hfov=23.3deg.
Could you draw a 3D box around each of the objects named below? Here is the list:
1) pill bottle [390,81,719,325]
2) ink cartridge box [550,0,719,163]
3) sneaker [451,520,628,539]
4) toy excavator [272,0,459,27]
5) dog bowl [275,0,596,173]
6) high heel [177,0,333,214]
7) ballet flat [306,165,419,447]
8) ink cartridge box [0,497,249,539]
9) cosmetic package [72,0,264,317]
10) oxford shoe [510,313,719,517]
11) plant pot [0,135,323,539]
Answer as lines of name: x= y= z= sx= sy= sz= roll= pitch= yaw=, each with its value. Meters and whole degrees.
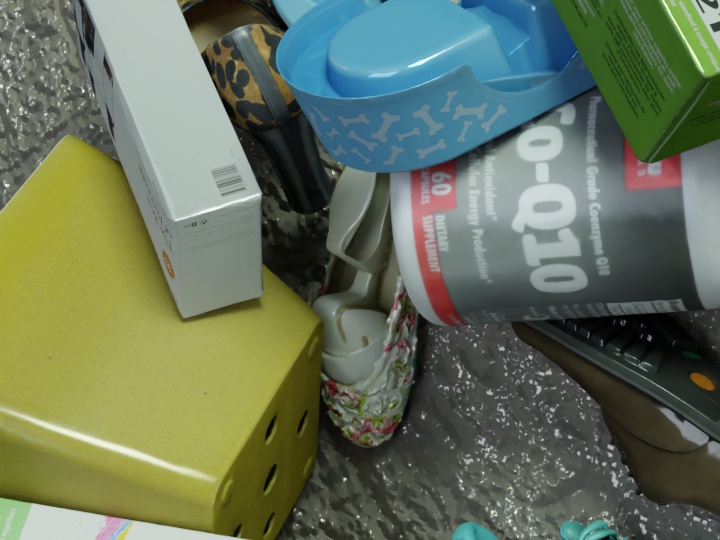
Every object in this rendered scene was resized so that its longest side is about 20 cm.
pill bottle: x=0.123 y=-0.036 z=0.827 sx=0.198 sy=0.114 sz=0.115 roll=-5 pitch=88 yaw=19
ink cartridge box: x=0.180 y=-0.151 z=0.752 sx=0.149 sy=0.198 sz=0.076 roll=64 pitch=158 yaw=17
sneaker: x=0.121 y=0.166 z=0.880 sx=0.198 sy=0.077 sz=0.081 roll=-1 pitch=82 yaw=35
toy excavator: x=0.027 y=-0.147 z=0.937 sx=0.193 sy=0.100 sz=0.202 roll=-12 pitch=97 yaw=32
dog bowl: x=0.058 y=-0.109 z=0.813 sx=0.111 sy=0.199 sz=0.050 roll=42 pitch=154 yaw=51
high heel: x=-0.076 y=-0.139 z=0.959 sx=0.071 sy=0.143 sz=0.201 roll=-30 pitch=59 yaw=-5
ballet flat: x=0.000 y=0.000 z=0.963 sx=0.075 sy=0.064 sz=0.202 roll=14 pitch=99 yaw=36
ink cartridge box: x=-0.110 y=0.186 z=0.878 sx=0.198 sy=0.068 sz=0.118 roll=8 pitch=135 yaw=5
cosmetic package: x=-0.105 y=-0.080 z=0.921 sx=0.083 sy=0.050 sz=0.201 roll=90 pitch=159 yaw=-53
oxford shoe: x=0.143 y=0.073 z=0.864 sx=0.200 sy=0.072 sz=0.085 roll=37 pitch=123 yaw=34
plant pot: x=-0.126 y=0.083 z=0.954 sx=0.175 sy=0.201 sz=0.201 roll=19 pitch=138 yaw=13
